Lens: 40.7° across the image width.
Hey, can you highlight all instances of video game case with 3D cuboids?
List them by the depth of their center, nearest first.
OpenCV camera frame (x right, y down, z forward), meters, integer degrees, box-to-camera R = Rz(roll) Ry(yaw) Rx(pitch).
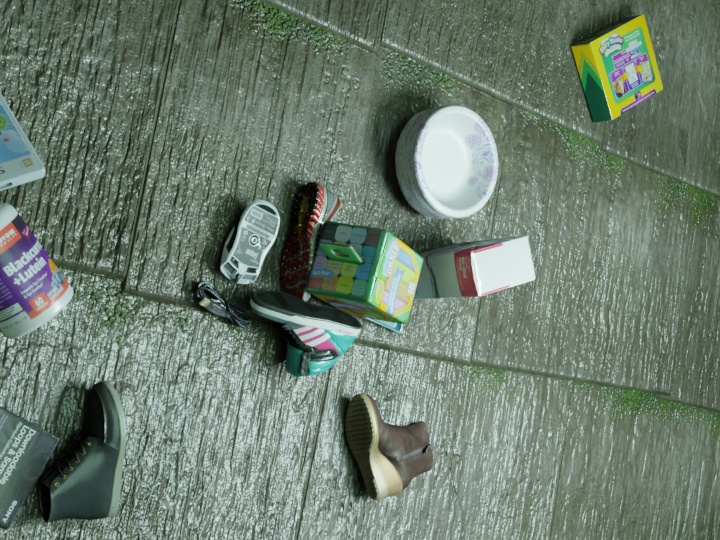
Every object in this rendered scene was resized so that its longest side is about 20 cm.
[{"bbox_3d":[-0.533,-0.176,1.246,0.181,0.022,0.201,-24,72,-34],"label":"video game case"}]

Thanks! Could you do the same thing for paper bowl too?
[{"bbox_3d":[0.146,-0.195,1.767,0.200,0.104,0.202,-1,92,-37],"label":"paper bowl"}]

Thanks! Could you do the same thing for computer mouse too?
[{"bbox_3d":[-0.190,-0.018,1.560,0.109,0.044,0.201,28,80,-29],"label":"computer mouse"}]

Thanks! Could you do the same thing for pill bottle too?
[{"bbox_3d":[-0.484,-0.019,1.293,0.111,0.111,0.201,-43,115,-28],"label":"pill bottle"}]

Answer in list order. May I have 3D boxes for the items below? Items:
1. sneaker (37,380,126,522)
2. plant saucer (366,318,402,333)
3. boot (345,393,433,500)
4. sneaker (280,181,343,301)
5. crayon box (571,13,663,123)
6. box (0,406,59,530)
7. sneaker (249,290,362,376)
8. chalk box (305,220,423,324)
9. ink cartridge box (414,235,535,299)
[{"bbox_3d":[-0.399,0.261,1.385,0.106,0.075,0.202,0,92,-39],"label":"sneaker"},{"bbox_3d":[0.004,0.047,1.720,0.199,0.019,0.070,25,76,-35],"label":"plant saucer"},{"bbox_3d":[0.056,0.298,1.748,0.166,0.072,0.202,-19,101,-47],"label":"boot"},{"bbox_3d":[-0.073,-0.042,1.623,0.082,0.078,0.202,20,81,-40],"label":"sneaker"},{"bbox_3d":[0.558,-0.438,2.100,0.199,0.058,0.174,-31,108,-33],"label":"crayon box"},{"bbox_3d":[-0.528,0.245,1.313,0.200,0.036,0.144,38,69,-32],"label":"box"},{"bbox_3d":[-0.107,0.110,1.587,0.199,0.084,0.121,18,109,-27],"label":"sneaker"},{"bbox_3d":[0.000,0.000,1.585,0.200,0.124,0.125,31,72,-59],"label":"chalk box"},{"bbox_3d":[0.190,-0.003,1.745,0.146,0.199,0.083,-15,96,-36],"label":"ink cartridge box"}]
